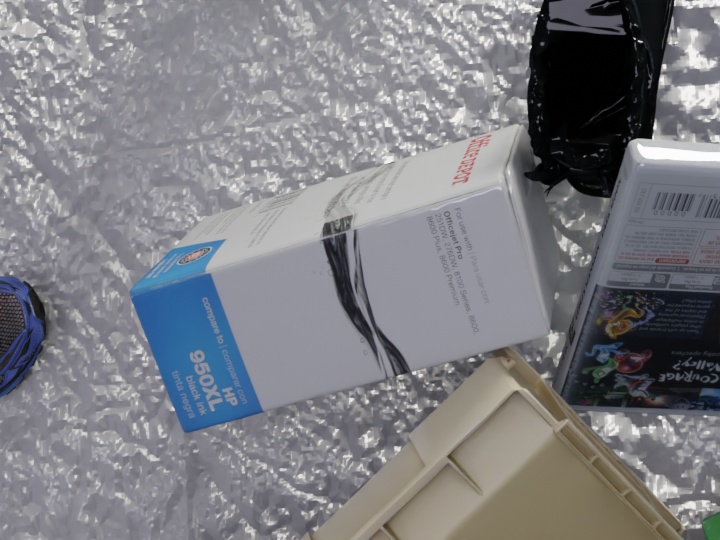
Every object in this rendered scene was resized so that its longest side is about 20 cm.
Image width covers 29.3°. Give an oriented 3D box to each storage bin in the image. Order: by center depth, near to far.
[{"bbox_3d":[0.060,0.167,0.715,0.200,0.094,0.199,-43,115,4],"label":"storage bin"}]

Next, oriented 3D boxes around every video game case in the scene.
[{"bbox_3d":[0.211,0.012,0.700,0.198,0.183,0.023,3,46,-5],"label":"video game case"}]

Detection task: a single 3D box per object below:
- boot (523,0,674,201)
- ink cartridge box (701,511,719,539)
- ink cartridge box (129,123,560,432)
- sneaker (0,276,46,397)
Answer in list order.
[{"bbox_3d":[0.125,-0.131,0.725,0.073,0.162,0.201,2,88,16],"label":"boot"},{"bbox_3d":[0.284,0.148,0.642,0.199,0.083,0.147,-30,47,16],"label":"ink cartridge box"},{"bbox_3d":[0.000,0.000,0.729,0.198,0.145,0.085,-16,104,15],"label":"ink cartridge box"},{"bbox_3d":[-0.278,0.061,0.816,0.198,0.078,0.076,-24,86,6],"label":"sneaker"}]
